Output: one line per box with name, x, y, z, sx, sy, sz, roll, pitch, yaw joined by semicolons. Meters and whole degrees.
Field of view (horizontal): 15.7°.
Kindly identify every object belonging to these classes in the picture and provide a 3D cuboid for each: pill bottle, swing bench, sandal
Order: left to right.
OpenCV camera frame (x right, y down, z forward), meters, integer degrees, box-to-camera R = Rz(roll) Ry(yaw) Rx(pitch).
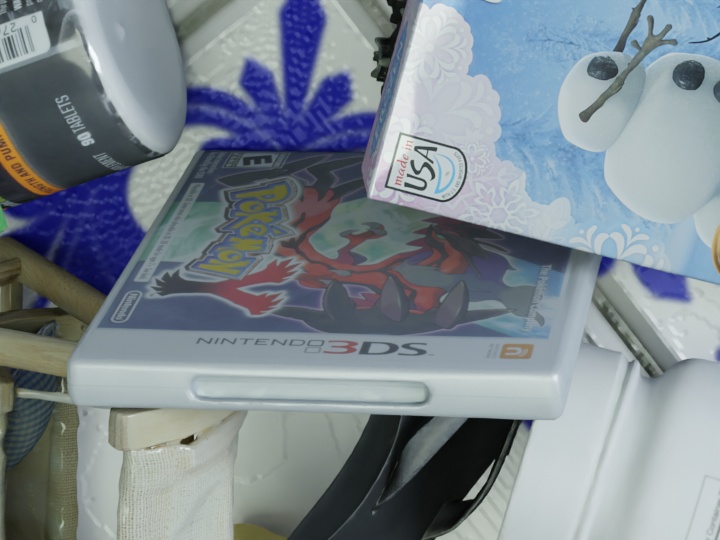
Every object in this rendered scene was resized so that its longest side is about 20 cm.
pill bottle;-0.180;-0.069;1.075;0.199;0.106;0.107;-17;102;17
swing bench;-0.121;0.113;1.066;0.199;0.129;0.201;17;112;35
sandal;0.032;0.078;1.069;0.076;0.043;0.201;31;89;-42
pill bottle;0.161;0.102;1.050;0.199;0.113;0.114;18;109;6

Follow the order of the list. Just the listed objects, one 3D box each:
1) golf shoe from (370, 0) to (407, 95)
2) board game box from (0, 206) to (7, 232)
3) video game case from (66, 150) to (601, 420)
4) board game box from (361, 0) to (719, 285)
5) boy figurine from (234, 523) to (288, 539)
golf shoe;0.068;-0.135;1.015;0.094;0.078;0.201;7;132;-10
board game box;-0.232;-0.089;1.007;0.134;0.029;0.201;-15;102;18
video game case;0.000;0.000;1.007;0.181;0.200;0.023;1;115;11
board game box;0.120;-0.100;0.941;0.197;0.043;0.201;14;106;-6
boy figurine;0.010;0.188;1.134;0.124;0.064;0.200;-34;99;22
